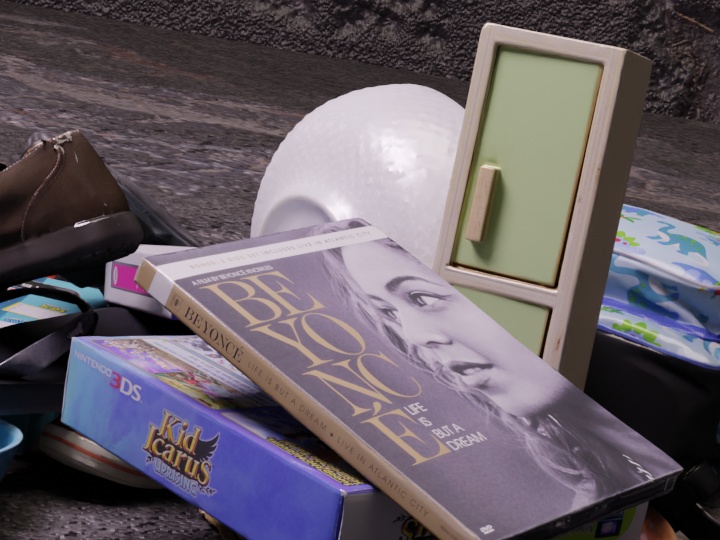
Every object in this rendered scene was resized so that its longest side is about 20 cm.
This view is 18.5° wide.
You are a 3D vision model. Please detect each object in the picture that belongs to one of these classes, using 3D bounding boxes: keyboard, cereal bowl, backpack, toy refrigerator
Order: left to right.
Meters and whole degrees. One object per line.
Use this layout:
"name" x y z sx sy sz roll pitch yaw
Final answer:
"cereal bowl" 0.000 0.000 1.215 0.083 0.202 0.200 -7 20 -37
"toy refrigerator" 0.082 -0.015 1.094 0.075 0.202 0.070 14 5 19
"backpack" 0.157 0.039 1.296 0.182 0.148 0.200 18 10 19
"keyboard" 0.148 0.110 1.071 0.127 0.021 0.200 38 -2 24

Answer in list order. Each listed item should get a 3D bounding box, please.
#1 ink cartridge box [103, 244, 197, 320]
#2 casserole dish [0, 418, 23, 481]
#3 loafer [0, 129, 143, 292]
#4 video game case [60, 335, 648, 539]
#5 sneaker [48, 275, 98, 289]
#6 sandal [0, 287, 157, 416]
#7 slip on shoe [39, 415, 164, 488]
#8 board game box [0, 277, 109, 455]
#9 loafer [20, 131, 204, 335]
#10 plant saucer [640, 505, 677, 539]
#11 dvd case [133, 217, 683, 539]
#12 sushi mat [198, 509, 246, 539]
"ink cartridge box" -0.062 0.007 1.100 0.094 0.037 0.200 3 -1 -19
"casserole dish" -0.236 0.087 0.971 0.120 0.039 0.200 16 13 25
"loafer" -0.192 -0.023 1.083 0.199 0.072 0.073 -13 -2 29
"video game case" -0.004 0.076 0.975 0.180 0.046 0.199 1 16 -41
"sneaker" -0.172 0.007 1.387 0.199 0.071 0.093 18 -4 40
"sandal" -0.167 0.037 1.045 0.076 0.043 0.200 23 19 33
"slip on shoe" -0.096 0.068 1.135 0.074 0.062 0.200 18 15 26
"board game box" -0.226 0.037 1.194 0.150 0.047 0.200 13 11 3
"loafer" -0.120 -0.007 1.241 0.200 0.073 0.073 52 10 -44
"plant saucer" 0.045 0.120 1.010 0.199 0.038 0.200 9 13 -2
"dvd case" 0.022 0.043 0.925 0.200 0.016 0.148 38 29 28
"sushi mat" 0.027 0.131 1.062 0.199 0.012 0.096 6 13 -20
